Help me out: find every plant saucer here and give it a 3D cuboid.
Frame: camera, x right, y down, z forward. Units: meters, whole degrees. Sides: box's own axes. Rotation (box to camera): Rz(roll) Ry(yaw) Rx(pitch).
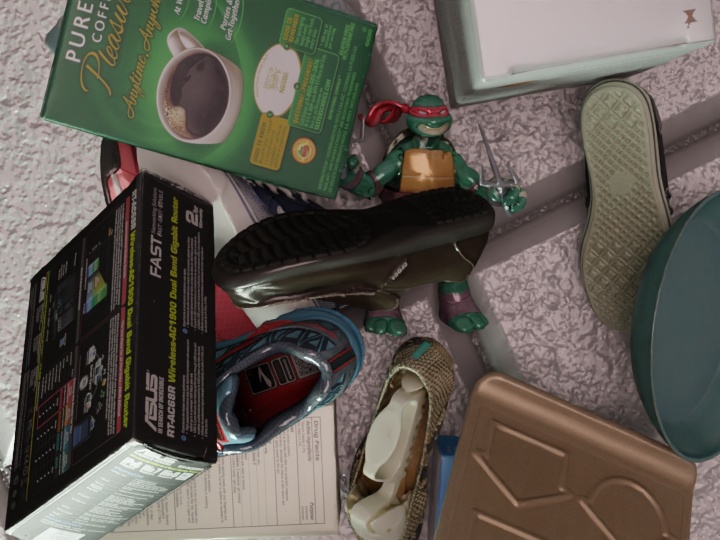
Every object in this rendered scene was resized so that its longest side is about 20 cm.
[{"bbox_3d":[0.253,0.039,0.765,0.198,0.036,0.204,-9,102,-44],"label":"plant saucer"}]

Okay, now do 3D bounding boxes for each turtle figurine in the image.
[{"bbox_3d":[0.050,-0.055,0.773,0.147,0.101,0.203,2,107,7],"label":"turtle figurine"}]

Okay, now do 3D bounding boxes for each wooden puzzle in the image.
[{"bbox_3d":[0.139,0.195,0.719,0.183,0.046,0.202,23,57,-4],"label":"wooden puzzle"}]

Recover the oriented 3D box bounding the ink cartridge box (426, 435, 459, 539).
[{"bbox_3d":[0.153,0.200,0.805,0.196,0.067,0.118,4,93,0],"label":"ink cartridge box"}]

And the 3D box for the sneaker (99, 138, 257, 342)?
[{"bbox_3d":[-0.136,-0.021,0.797,0.086,0.074,0.203,-25,101,-9],"label":"sneaker"}]

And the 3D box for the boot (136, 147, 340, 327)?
[{"bbox_3d":[-0.079,-0.041,0.763,0.072,0.091,0.201,-14,118,41],"label":"boot"}]

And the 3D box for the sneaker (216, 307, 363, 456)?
[{"bbox_3d":[-0.095,0.086,0.698,0.198,0.096,0.080,-28,96,11],"label":"sneaker"}]

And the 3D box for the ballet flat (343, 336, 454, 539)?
[{"bbox_3d":[0.021,0.148,0.776,0.067,0.075,0.203,20,111,21],"label":"ballet flat"}]

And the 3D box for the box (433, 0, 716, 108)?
[{"bbox_3d":[0.136,-0.185,0.712,0.150,0.200,0.108,-9,94,0],"label":"box"}]

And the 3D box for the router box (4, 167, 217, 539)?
[{"bbox_3d":[-0.161,0.058,0.671,0.062,0.202,0.149,24,135,-37],"label":"router box"}]

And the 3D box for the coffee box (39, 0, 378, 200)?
[{"bbox_3d":[-0.096,-0.130,0.666,0.197,0.044,0.125,13,94,-19],"label":"coffee box"}]

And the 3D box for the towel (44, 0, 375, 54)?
[{"bbox_3d":[-0.099,-0.164,0.740,0.171,0.048,0.200,-47,133,4],"label":"towel"}]

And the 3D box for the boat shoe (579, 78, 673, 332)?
[{"bbox_3d":[0.205,-0.050,0.788,0.073,0.062,0.203,0,111,25],"label":"boat shoe"}]

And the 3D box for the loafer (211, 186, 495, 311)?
[{"bbox_3d":[0.000,0.000,0.685,0.197,0.073,0.072,-11,119,-15],"label":"loafer"}]

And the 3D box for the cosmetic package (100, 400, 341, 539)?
[{"bbox_3d":[-0.114,0.150,0.798,0.196,0.073,0.105,-1,93,-1],"label":"cosmetic package"}]
